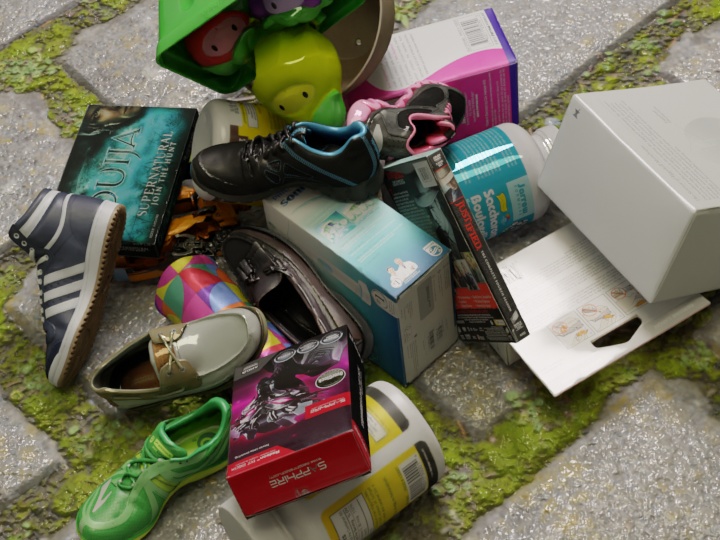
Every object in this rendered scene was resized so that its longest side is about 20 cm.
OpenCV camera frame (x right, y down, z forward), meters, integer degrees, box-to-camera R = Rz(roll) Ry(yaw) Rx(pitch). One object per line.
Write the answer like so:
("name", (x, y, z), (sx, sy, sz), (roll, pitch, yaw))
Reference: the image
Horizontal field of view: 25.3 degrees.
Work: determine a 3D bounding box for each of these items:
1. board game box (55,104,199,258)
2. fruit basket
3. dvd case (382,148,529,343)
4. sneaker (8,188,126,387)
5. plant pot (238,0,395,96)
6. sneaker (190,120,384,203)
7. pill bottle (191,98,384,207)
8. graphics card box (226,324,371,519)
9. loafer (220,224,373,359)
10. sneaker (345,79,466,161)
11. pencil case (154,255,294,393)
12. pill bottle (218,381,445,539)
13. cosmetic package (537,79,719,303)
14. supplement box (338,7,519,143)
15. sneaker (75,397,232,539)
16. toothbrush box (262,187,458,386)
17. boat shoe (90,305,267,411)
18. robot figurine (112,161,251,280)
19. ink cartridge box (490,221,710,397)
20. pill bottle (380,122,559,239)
("board game box", (-0.263, -0.102, 1.770), (0.133, 0.028, 0.202), (3, 51, 11))
("fruit basket", (-0.091, -0.233, 1.631), (0.213, 0.155, 0.219), (-7, 76, 31))
("dvd case", (0.091, -0.021, 1.594), (0.022, 0.146, 0.202), (-30, 97, -17))
("sneaker", (-0.321, 0.013, 1.676), (0.107, 0.070, 0.203), (18, 94, 6))
("plant pot", (-0.041, -0.280, 1.746), (0.198, 0.203, 0.134), (18, 13, 21))
("sneaker", (-0.077, -0.119, 1.611), (0.197, 0.082, 0.074), (-2, 51, 7))
("pill bottle", (-0.078, -0.121, 1.743), (0.197, 0.110, 0.110), (5, 47, -21))
("graphics card box", (-0.056, 0.135, 1.476), (0.124, 0.051, 0.201), (-22, 24, 9))
("loafer", (-0.074, 0.026, 1.621), (0.200, 0.072, 0.063), (40, 38, 21))
("sneaker", (0.069, -0.152, 1.698), (0.094, 0.080, 0.199), (8, 21, 33))
("pencil case", (-0.133, 0.068, 1.658), (0.088, 0.089, 0.200), (-33, 54, -18))
("pill bottle", (-0.028, 0.204, 1.510), (0.199, 0.115, 0.114), (-34, 54, -19))
("cosmetic package", (0.326, -0.085, 1.650), (0.198, 0.124, 0.200), (-8, 44, -35))
("supplement box", (0.073, -0.209, 1.839), (0.197, 0.104, 0.102), (-14, 49, -5))
("sneaker", (-0.201, 0.190, 1.564), (0.199, 0.084, 0.074), (-39, 57, -21))
("toothbrush box", (0.000, 0.000, 1.652), (0.199, 0.147, 0.085), (35, 61, 31))
("boat shoe", (-0.182, 0.091, 1.594), (0.199, 0.068, 0.076), (-28, 68, 27))
("robot figurine", (-0.215, -0.051, 1.778), (0.197, 0.059, 0.146), (-11, 51, -1))
("ink cartridge box", (0.230, 0.037, 1.656), (0.198, 0.045, 0.177), (-28, 52, -14))
("pill bottle", (0.129, -0.090, 1.729), (0.198, 0.111, 0.111), (-22, 51, -10))
